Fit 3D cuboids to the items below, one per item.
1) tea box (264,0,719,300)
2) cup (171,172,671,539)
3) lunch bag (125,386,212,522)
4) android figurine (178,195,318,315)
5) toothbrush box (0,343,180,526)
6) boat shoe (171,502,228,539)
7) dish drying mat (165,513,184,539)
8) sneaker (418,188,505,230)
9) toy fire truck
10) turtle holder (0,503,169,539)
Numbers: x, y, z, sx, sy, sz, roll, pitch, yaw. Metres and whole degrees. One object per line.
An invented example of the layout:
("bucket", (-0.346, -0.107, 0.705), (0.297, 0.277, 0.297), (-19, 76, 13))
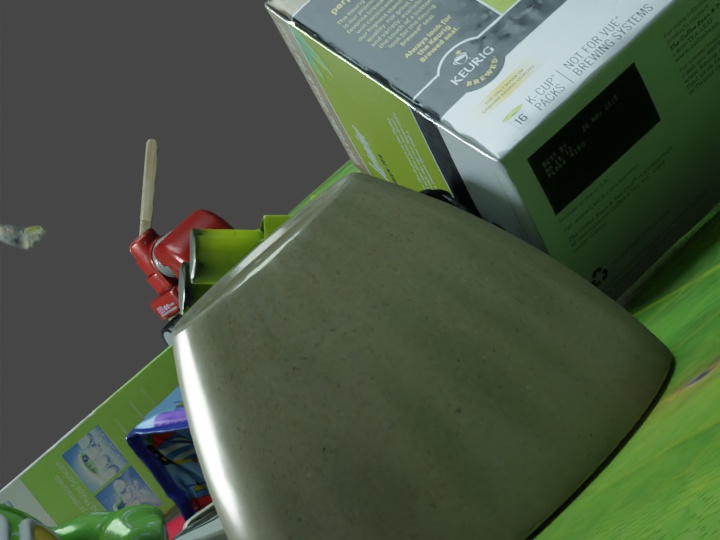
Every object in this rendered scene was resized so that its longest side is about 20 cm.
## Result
("tea box", (0.100, -0.115, 1.348), (0.200, 0.134, 0.197), (-41, 46, -11))
("cup", (0.007, 0.045, 1.125), (0.200, 0.143, 0.200), (-40, 5, 4))
("lunch bag", (0.004, 0.058, 1.422), (0.200, 0.094, 0.151), (-25, 12, 40))
("android figurine", (0.000, 0.000, 1.538), (0.199, 0.041, 0.182), (-1, -18, -8))
("toothbrush box", (-0.139, 0.120, 1.791), (0.200, 0.086, 0.146), (-42, -3, 8))
("boat shoe", (-0.050, 0.136, 1.230), (0.200, 0.071, 0.064), (-35, 3, -24))
("dish drying mat", (-0.091, 0.153, 1.640), (0.200, 0.018, 0.077), (-35, 7, 46))
("sneaker", (0.029, 0.000, 1.326), (0.076, 0.091, 0.200), (-36, 25, -27))
("toy fire truck", (-0.181, -0.032, 2.806), (0.129, 0.200, 0.176), (-44, 6, -23))
("turtle holder", (-0.199, 0.201, 1.524), (0.185, 0.141, 0.132), (-1, 6, -24))
